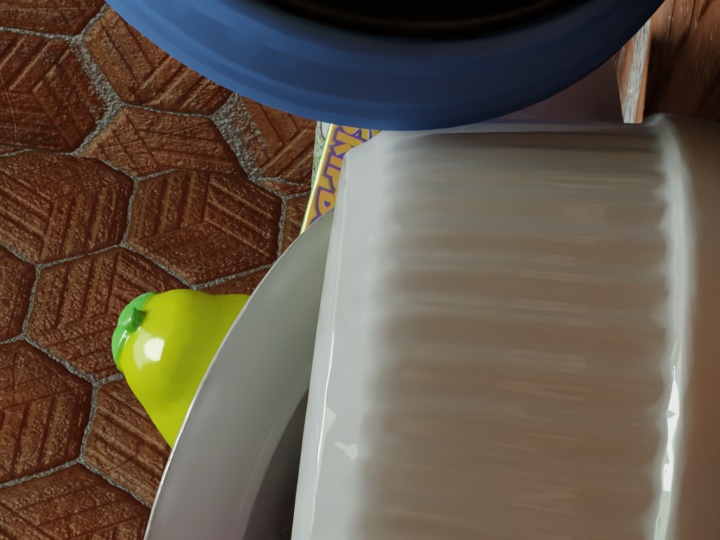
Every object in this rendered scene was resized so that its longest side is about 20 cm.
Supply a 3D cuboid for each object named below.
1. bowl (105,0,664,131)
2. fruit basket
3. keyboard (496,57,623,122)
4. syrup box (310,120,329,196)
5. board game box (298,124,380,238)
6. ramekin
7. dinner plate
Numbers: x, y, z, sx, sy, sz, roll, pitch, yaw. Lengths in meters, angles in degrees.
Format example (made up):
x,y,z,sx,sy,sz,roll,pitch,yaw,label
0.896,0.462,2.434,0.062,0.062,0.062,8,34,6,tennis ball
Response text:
x,y,z,sx,sy,sz,roll,pitch,yaw,label
0.006,-0.139,0.585,0.039,0.199,0.202,118,159,-69,bowl
-0.034,0.087,1.126,0.216,0.213,0.157,-86,4,-57,fruit basket
0.036,-0.065,0.668,0.199,0.011,0.057,7,-113,-58,keyboard
0.028,-0.035,1.027,0.201,0.081,0.079,95,152,-46,syrup box
0.000,0.000,0.852,0.095,0.030,0.202,1,-77,-69,board game box
0.037,0.052,0.604,0.200,0.104,0.202,-173,90,-88,ramekin
-0.021,0.070,0.784,0.200,0.024,0.201,-51,-26,-37,dinner plate
